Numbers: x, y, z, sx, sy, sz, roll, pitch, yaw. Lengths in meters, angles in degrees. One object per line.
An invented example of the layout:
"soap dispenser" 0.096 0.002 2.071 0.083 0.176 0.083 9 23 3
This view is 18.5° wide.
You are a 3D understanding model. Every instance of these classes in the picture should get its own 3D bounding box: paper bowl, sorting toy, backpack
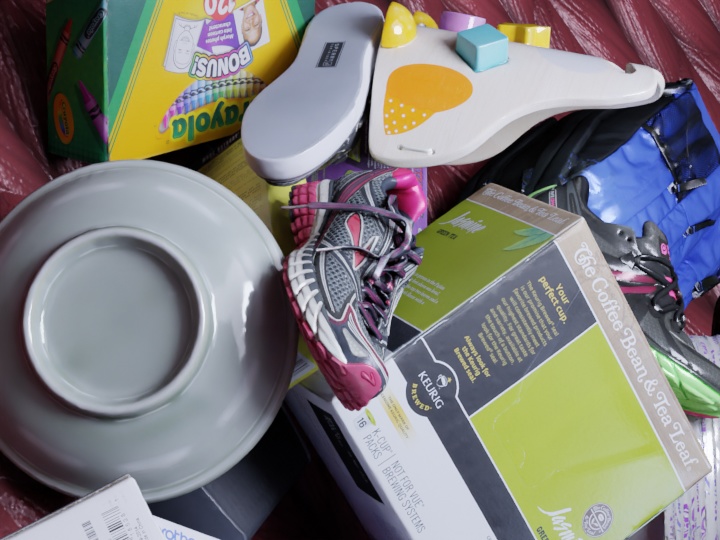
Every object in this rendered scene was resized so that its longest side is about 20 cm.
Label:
"paper bowl" 0.214 0.146 1.551 0.201 0.104 0.202 -2 90 -87
"sorting toy" 0.110 -0.121 1.471 0.200 0.179 0.107 -19 110 -79
"backpack" 0.175 -0.033 1.609 0.200 0.162 0.168 -33 97 -49

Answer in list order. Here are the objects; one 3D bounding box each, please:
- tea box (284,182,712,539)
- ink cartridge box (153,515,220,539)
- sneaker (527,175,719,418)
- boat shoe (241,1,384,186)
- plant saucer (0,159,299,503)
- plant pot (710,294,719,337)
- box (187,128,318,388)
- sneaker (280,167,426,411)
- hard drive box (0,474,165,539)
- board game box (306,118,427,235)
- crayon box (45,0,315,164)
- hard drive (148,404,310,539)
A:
"tea box" 0.078 0.087 1.380 0.196 0.134 0.200 -34 113 -12
"ink cartridge box" -0.075 0.201 1.288 0.200 0.094 0.044 26 53 -34
"sneaker" 0.182 0.014 1.459 0.084 0.077 0.200 -39 74 -7
"boat shoe" -0.025 -0.100 1.418 0.200 0.070 0.066 -71 158 -54
"plant saucer" -0.136 0.032 1.254 0.050 0.199 0.201 59 12 -79
"plant pot" 0.278 0.098 1.619 0.027 0.200 0.201 -1 62 2
"box" -0.067 -0.006 1.371 0.050 0.075 0.200 41 24 -33
"sneaker" 0.000 0.000 1.274 0.200 0.074 0.081 -92 162 -54
"hard drive box" -0.176 0.219 1.127 0.200 0.077 0.156 -25 88 -19
"board game box" -0.003 -0.036 1.534 0.120 0.032 0.201 21 55 -32
"crayon box" -0.113 -0.146 1.421 0.200 0.058 0.119 -20 118 -48
"hard drive" -0.114 0.074 1.348 0.200 0.042 0.135 54 34 -9
